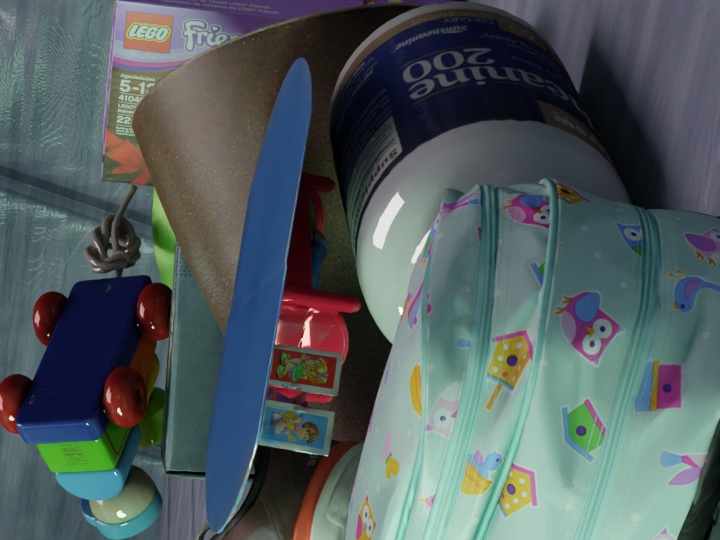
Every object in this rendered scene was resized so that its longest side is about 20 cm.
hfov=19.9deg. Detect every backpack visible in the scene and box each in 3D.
[{"bbox_3d":[0.061,0.070,0.676,0.167,0.127,0.200,-94,15,-58],"label":"backpack"}]

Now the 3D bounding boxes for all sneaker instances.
[{"bbox_3d":[-0.049,0.164,0.895,0.077,0.082,0.200,40,-112,-62],"label":"sneaker"}]

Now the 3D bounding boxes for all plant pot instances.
[{"bbox_3d":[0.000,0.000,1.007,0.187,0.187,0.200,120,138,-70],"label":"plant pot"}]

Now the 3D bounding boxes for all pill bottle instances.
[{"bbox_3d":[0.050,-0.024,0.829,0.200,0.111,0.111,-103,19,-61],"label":"pill bottle"}]

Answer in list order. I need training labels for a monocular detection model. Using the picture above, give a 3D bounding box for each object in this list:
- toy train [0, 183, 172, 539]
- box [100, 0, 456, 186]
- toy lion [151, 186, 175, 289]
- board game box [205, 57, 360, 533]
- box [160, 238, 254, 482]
[{"bbox_3d":[-0.139,0.055,1.231,0.200,0.085,0.116,-75,-27,-47],"label":"toy train"},{"bbox_3d":[-0.047,-0.102,1.188,0.039,0.200,0.137,-92,10,-46],"label":"box"},{"bbox_3d":[-0.057,0.005,1.321,0.069,0.200,0.192,-9,73,38],"label":"toy lion"},{"bbox_3d":[-0.027,0.014,0.860,0.158,0.039,0.200,142,138,-76],"label":"board game box"},{"bbox_3d":[-0.029,0.021,1.169,0.051,0.158,0.200,-143,58,-80],"label":"box"}]
